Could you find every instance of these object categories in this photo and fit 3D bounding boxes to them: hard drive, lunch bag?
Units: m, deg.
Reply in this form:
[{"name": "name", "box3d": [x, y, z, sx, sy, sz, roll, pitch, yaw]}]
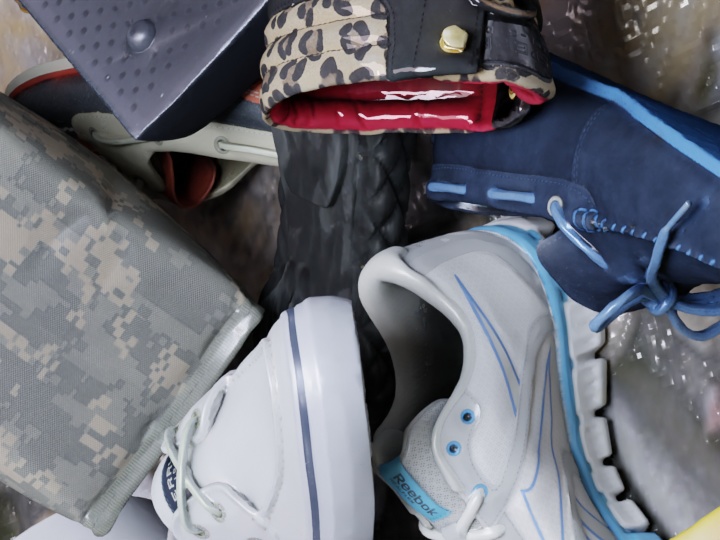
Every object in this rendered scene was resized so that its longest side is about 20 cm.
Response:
[{"name": "hard drive", "box3d": [-0.035, -0.149, 1.015, 0.200, 0.042, 0.135, -50, 52, 11]}, {"name": "lunch bag", "box3d": [-0.142, -0.004, 1.064, 0.118, 0.164, 0.200, -54, 13, 0]}]

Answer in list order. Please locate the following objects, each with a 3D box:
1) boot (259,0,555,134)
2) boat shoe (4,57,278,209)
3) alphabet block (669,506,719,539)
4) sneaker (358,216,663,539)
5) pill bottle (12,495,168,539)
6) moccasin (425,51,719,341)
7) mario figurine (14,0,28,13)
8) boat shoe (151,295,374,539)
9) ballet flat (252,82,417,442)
[{"name": "boot", "box3d": [0.050, -0.123, 0.889, 0.200, 0.073, 0.151, -5, 74, 27]}, {"name": "boat shoe", "box3d": [-0.064, -0.055, 1.089, 0.200, 0.071, 0.063, -9, 88, 47]}, {"name": "alphabet block", "box3d": [0.142, 0.171, 0.750, 0.196, 0.195, 0.200, -38, 65, 43]}, {"name": "sneaker", "box3d": [0.044, 0.080, 0.947, 0.075, 0.087, 0.200, -34, 68, 45]}, {"name": "pill bottle", "box3d": [-0.062, 0.183, 1.060, 0.200, 0.114, 0.114, 53, 130, 34]}, {"name": "moccasin", "box3d": [0.089, -0.016, 0.901, 0.200, 0.080, 0.068, 34, 104, 59]}, {"name": "mario figurine", "box3d": [-0.142, -0.202, 1.138, 0.123, 0.106, 0.200, 6, 107, 16]}, {"name": "boat shoe", "box3d": [-0.035, 0.073, 0.963, 0.200, 0.067, 0.074, 97, 166, -60]}, {"name": "ballet flat", "box3d": [0.000, 0.000, 1.006, 0.066, 0.057, 0.200, 39, 141, 34]}]
